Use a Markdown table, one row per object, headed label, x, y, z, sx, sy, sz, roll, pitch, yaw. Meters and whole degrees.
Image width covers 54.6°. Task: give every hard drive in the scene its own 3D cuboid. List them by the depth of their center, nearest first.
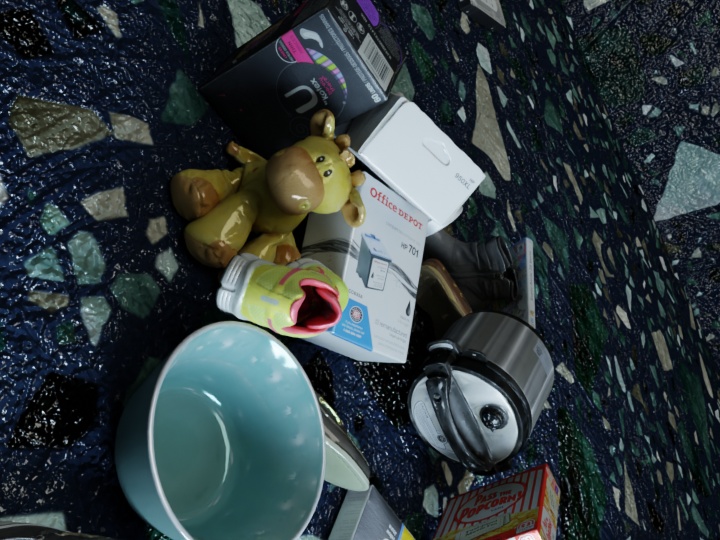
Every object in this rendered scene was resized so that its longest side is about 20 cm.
| label | x | y | z | sx | sy | sz | roll | pitch | yaw |
| --- | --- | --- | --- | --- | --- | --- | --- | --- | --- |
| hard drive | 0.283 | -0.669 | 1.688 | 0.200 | 0.038 | 0.140 | 1 | 73 | -55 |

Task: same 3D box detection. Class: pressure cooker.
| label | x | y | z | sx | sy | sz | roll | pitch | yaw |
| --- | --- | --- | --- | --- | --- | --- | --- | --- | --- |
| pressure cooker | 0.160 | 0.166 | 0.956 | 0.175 | 0.179 | 0.200 | 29 | 37 | 14 |

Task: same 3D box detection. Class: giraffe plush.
| label | x | y | z | sx | sy | sz | roll | pitch | yaw |
| --- | --- | --- | --- | --- | --- | --- | --- | --- | --- |
| giraffe plush | -0.079 | -0.081 | 0.760 | 0.173 | 0.162 | 0.200 | 55 | 37 | -21 |

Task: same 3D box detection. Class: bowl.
| label | x | y | z | sx | sy | sz | roll | pitch | yaw |
| --- | --- | --- | --- | --- | --- | --- | --- | --- | --- |
| bowl | -0.134 | 0.155 | 0.616 | 0.201 | 0.105 | 0.202 | 31 | 49 | -44 |

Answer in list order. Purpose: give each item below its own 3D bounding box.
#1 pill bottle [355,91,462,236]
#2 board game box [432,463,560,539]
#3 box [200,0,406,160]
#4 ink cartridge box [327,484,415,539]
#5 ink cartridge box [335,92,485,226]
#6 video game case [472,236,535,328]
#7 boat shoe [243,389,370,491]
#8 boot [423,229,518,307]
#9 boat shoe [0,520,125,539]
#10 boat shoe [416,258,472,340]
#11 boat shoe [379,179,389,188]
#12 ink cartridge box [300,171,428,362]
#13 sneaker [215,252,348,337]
| label | x | y | z | sx | sy | sz | roll | pitch | yaw |
| --- | --- | --- | --- | --- | --- | --- | --- | --- | --- |
| pill bottle | 0.067 | -0.154 | 1.042 | 0.200 | 0.108 | 0.109 | 55 | 36 | -14 |
| board game box | 0.169 | 0.323 | 0.877 | 0.046 | 0.151 | 0.200 | 64 | 18 | 3 |
| box | -0.066 | -0.231 | 0.821 | 0.122 | 0.199 | 0.106 | 51 | 39 | -26 |
| ink cartridge box | 0.020 | 0.381 | 0.775 | 0.198 | 0.047 | 0.200 | 57 | 33 | -22 |
| ink cartridge box | 0.046 | -0.153 | 0.869 | 0.144 | 0.084 | 0.200 | 37 | 6 | -25 |
| video game case | 0.231 | 0.058 | 1.152 | 0.018 | 0.143 | 0.201 | 25 | 51 | -23 |
| boat shoe | -0.052 | 0.166 | 0.756 | 0.201 | 0.072 | 0.061 | 48 | 44 | -26 |
| boot | 0.172 | -0.035 | 1.122 | 0.070 | 0.131 | 0.201 | -39 | 106 | -53 |
| boat shoe | -0.209 | 0.224 | 0.509 | 0.200 | 0.066 | 0.070 | 33 | 48 | -42 |
| boat shoe | 0.147 | 0.070 | 1.087 | 0.201 | 0.072 | 0.068 | 60 | 37 | -10 |
| boat shoe | 0.027 | -0.027 | 0.995 | 0.062 | 0.073 | 0.201 | -13 | 88 | -18 |
| ink cartridge box | 0.000 | 0.000 | 0.867 | 0.146 | 0.086 | 0.201 | 27 | 68 | -45 |
| sneaker | -0.051 | 0.034 | 0.676 | 0.200 | 0.090 | 0.079 | 4 | 103 | -66 |
